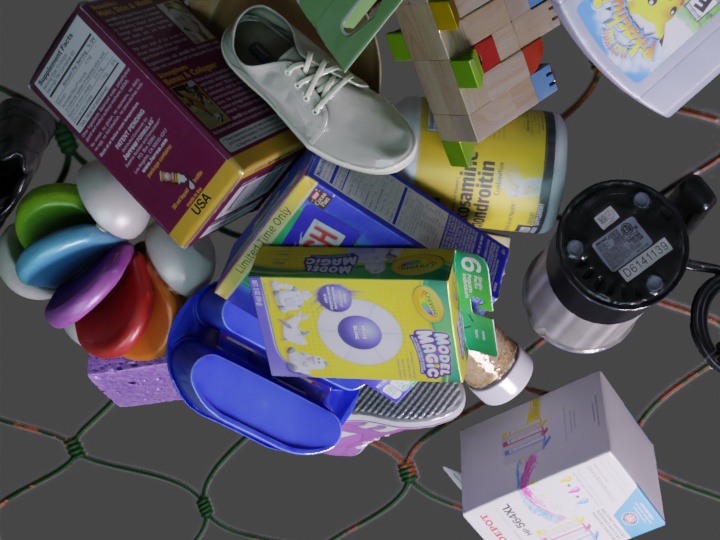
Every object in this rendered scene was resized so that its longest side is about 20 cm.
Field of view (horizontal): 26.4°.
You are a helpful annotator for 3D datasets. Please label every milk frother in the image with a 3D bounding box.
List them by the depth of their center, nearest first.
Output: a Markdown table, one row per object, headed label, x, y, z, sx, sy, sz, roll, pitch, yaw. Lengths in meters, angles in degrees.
| label | x | y | z | sx | sy | sz | roll | pitch | yaw |
| --- | --- | --- | --- | --- | --- | --- | --- | --- | --- |
| milk frother | 0.262 | 0.030 | 1.396 | 0.180 | 0.201 | 0.188 | -18 | 167 | -7 |

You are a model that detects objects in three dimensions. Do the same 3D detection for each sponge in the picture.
| label | x | y | z | sx | sy | sz | roll | pitch | yaw |
| --- | --- | --- | --- | --- | --- | --- | --- | --- | --- |
| sponge | -0.170 | 0.100 | 1.575 | 0.199 | 0.030 | 0.112 | -9 | 156 | 8 |

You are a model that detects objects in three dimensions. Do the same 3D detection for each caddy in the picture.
| label | x | y | z | sx | sy | sz | roll | pitch | yaw |
| --- | --- | --- | --- | --- | --- | --- | --- | --- | --- |
| caddy | -0.086 | 0.091 | 1.461 | 0.199 | 0.105 | 0.142 | 29 | 83 | -16 |

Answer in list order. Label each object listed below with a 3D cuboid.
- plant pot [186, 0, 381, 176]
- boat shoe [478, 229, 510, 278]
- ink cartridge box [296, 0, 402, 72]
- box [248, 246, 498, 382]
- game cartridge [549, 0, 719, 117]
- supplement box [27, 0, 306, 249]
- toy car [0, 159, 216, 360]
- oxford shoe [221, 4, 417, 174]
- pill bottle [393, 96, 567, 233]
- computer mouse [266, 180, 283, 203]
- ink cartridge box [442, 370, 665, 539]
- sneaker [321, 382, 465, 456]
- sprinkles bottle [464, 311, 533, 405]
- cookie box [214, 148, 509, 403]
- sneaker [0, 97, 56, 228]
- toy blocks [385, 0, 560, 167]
| label | x | y | z | sx | sy | sz | roll | pitch | yaw |
| --- | --- | --- | --- | --- | --- | --- | --- | --- | --- |
| plant pot | -0.067 | -0.183 | 1.339 | 0.199 | 0.027 | 0.201 | 9 | 110 | 25 |
| boat shoe | 0.036 | -0.014 | 1.422 | 0.199 | 0.075 | 0.069 | 10 | 95 | 3 |
| ink cartridge box | -0.015 | -0.264 | 1.220 | 0.059 | 0.200 | 0.104 | -2 | 144 | -50 |
| box | 0.014 | 0.038 | 1.300 | 0.199 | 0.048 | 0.118 | -1 | 128 | 13 |
| game cartridge | 0.242 | -0.229 | 1.307 | 0.133 | 0.041 | 0.200 | -41 | 117 | 11 |
| supplement box | -0.161 | -0.135 | 1.312 | 0.200 | 0.131 | 0.103 | 47 | 122 | 7 |
| toy car | -0.249 | 0.008 | 1.464 | 0.175 | 0.150 | 0.200 | -33 | 120 | 25 |
| oxford shoe | -0.038 | -0.151 | 1.273 | 0.200 | 0.075 | 0.058 | 40 | 161 | 12 |
| pill bottle | 0.081 | -0.098 | 1.390 | 0.199 | 0.112 | 0.112 | 6 | 128 | -2 |
| computer mouse | -0.049 | 0.005 | 1.517 | 0.140 | 0.046 | 0.200 | 21 | 126 | -13 |
| ink cartridge box | 0.200 | 0.224 | 1.624 | 0.199 | 0.126 | 0.129 | -27 | 122 | 21 |
| sneaker | 0.019 | 0.149 | 1.609 | 0.199 | 0.073 | 0.114 | -3 | 149 | 15 |
| sprinkles bottle | 0.089 | 0.051 | 1.533 | 0.068 | 0.068 | 0.200 | -32 | 119 | 25 |
| cookie box | 0.000 | 0.000 | 1.353 | 0.200 | 0.075 | 0.171 | 32 | 129 | -11 |
| sneaker | -0.358 | -0.071 | 1.447 | 0.076 | 0.091 | 0.200 | 24 | 126 | -18 |
| toy blocks | 0.107 | -0.207 | 1.302 | 0.100 | 0.136 | 0.201 | 9 | 127 | 54 |
